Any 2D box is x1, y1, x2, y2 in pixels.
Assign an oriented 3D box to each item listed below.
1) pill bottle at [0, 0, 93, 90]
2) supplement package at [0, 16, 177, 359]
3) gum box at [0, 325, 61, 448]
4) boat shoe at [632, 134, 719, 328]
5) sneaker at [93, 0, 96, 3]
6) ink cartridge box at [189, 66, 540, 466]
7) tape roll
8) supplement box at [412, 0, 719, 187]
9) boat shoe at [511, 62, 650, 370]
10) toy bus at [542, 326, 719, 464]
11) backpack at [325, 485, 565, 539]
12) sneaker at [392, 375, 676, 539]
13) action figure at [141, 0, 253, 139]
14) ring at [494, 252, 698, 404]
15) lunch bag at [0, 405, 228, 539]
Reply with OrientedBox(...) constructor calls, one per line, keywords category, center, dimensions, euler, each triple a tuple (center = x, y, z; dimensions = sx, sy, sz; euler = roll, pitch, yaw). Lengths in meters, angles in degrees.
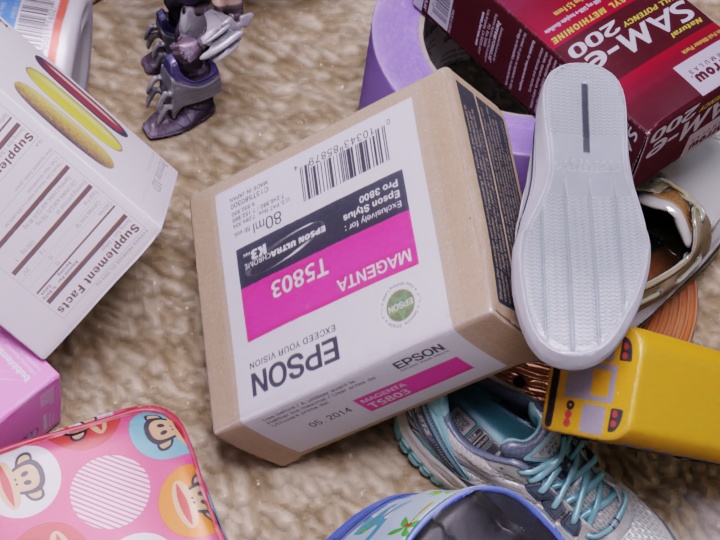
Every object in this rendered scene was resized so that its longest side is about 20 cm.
OrientedBox(category="pill bottle", center=(-0.276, -0.139, 0.997), dimensions=(0.197, 0.113, 0.113), euler=(9, 60, -4))
OrientedBox(category="supplement package", center=(-0.217, -0.067, 0.905), dimensions=(0.200, 0.114, 0.110), euler=(41, 104, -15))
OrientedBox(category="gum box", center=(-0.283, 0.043, 0.920), dimensions=(0.200, 0.066, 0.113), euler=(42, 62, 14))
OrientedBox(category="boat shoe", center=(0.195, -0.024, 1.015), dimensions=(0.074, 0.069, 0.200), euler=(33, 60, 9))
OrientedBox(category="sneaker", center=(-0.156, -0.262, 1.086), dimensions=(0.199, 0.109, 0.070), euler=(-39, 74, -25))
OrientedBox(category="ink cartridge box", center=(0.000, 0.000, 0.925), dimensions=(0.198, 0.075, 0.167), euler=(-25, 57, 25))
OrientedBox(category="tape roll", center=(0.100, -0.125, 1.051), dimensions=(0.197, 0.085, 0.202), euler=(4, 52, -5))
OrientedBox(category="supplement box", center=(0.138, -0.151, 0.985), dimensions=(0.108, 0.061, 0.200), euler=(-32, 64, -28))
OrientedBox(category="boat shoe", center=(0.122, -0.021, 0.866), dimensions=(0.073, 0.067, 0.202), euler=(9, 54, 5))
OrientedBox(category="toy bus", center=(0.184, 0.075, 0.914), dimensions=(0.199, 0.078, 0.066), euler=(15, 82, -45))
OrientedBox(category="backpack", center=(0.044, 0.218, 0.808), dimensions=(0.183, 0.146, 0.201), euler=(-47, 109, -28))
OrientedBox(category="sneaker", center=(0.106, 0.125, 0.929), dimensions=(0.199, 0.087, 0.078), euler=(34, 62, 10))
OrientedBox(category="action figure", center=(-0.111, -0.172, 0.990), dimensions=(0.069, 0.201, 0.131), euler=(-14, 64, -16))
OrientedBox(category="ring", center=(0.126, 0.007, 1.036), dimensions=(0.198, 0.019, 0.203), euler=(4, 60, -7))
OrientedBox(category="lunch bag", center=(-0.151, 0.187, 0.855), dimensions=(0.174, 0.082, 0.202), euler=(-17, 66, -17))
